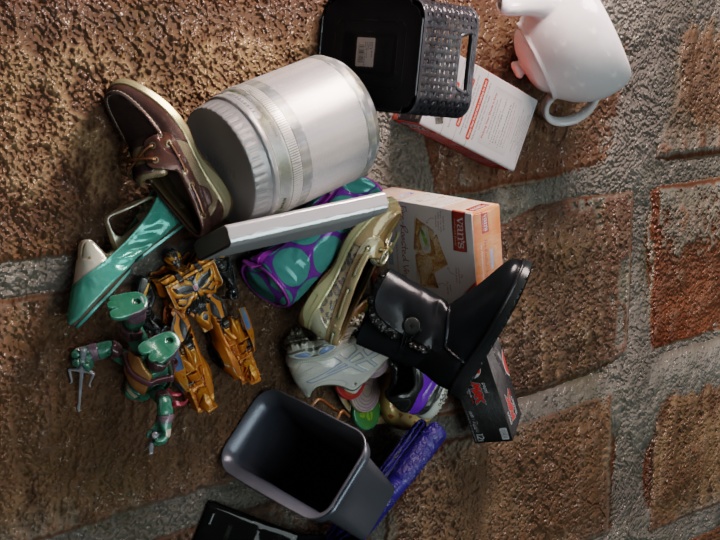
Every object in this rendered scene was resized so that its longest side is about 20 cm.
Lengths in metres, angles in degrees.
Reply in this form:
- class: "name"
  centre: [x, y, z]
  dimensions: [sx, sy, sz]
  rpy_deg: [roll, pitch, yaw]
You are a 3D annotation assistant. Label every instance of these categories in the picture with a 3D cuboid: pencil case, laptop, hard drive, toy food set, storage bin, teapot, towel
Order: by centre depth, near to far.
- class: "hard drive"
  centre: [-0.082, -0.051, 1.482]
  dimensions: [0.199, 0.132, 0.027]
  rpy_deg: [-13, 88, -24]
- class: "storage bin"
  centre: [0.042, -0.265, 1.568]
  dimensions: [0.093, 0.199, 0.136]
  rpy_deg: [-2, 101, -40]
- class: "pencil case"
  centre: [-0.061, -0.045, 1.610]
  dimensions: [0.200, 0.085, 0.093]
  rpy_deg: [-48, 140, -21]
- class: "storage bin"
  centre: [-0.053, 0.251, 1.624]
  dimensions: [0.146, 0.199, 0.134]
  rpy_deg: [-57, 139, -14]
- class: "laptop"
  centre: [-0.151, 0.421, 1.690]
  dimensions: [0.199, 0.116, 0.188]
  rpy_deg: [23, 84, -11]
- class: "towel"
  centre: [0.030, 0.295, 1.737]
  dimensions: [0.050, 0.148, 0.200]
  rpy_deg: [41, 64, 2]
- class: "toy food set"
  centre: [0.040, 0.124, 1.756]
  dimensions: [0.197, 0.049, 0.201]
  rpy_deg: [9, 94, -40]
- class: "teapot"
  centre: [0.285, -0.313, 1.799]
  dimensions: [0.145, 0.197, 0.201]
  rpy_deg: [-28, 90, 9]

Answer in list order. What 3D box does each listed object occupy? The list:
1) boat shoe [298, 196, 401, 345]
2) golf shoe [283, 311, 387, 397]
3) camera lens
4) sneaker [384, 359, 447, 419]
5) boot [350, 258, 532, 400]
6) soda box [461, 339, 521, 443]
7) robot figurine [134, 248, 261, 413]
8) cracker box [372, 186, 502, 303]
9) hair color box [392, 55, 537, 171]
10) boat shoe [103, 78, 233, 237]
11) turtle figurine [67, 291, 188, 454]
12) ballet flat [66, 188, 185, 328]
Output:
- class: "boat shoe"
  centre: [0.000, 0.000, 1.605]
  dimensions: [0.201, 0.063, 0.073]
  rpy_deg: [-57, 162, 6]
- class: "golf shoe"
  centre: [0.002, 0.110, 1.662]
  dimensions: [0.199, 0.078, 0.098]
  rpy_deg: [-11, 109, 3]
- class: "camera lens"
  centre: [-0.089, -0.158, 1.512]
  dimensions: [0.199, 0.160, 0.161]
  rpy_deg: [-27, 116, -32]
- class: "sneaker"
  centre: [0.086, 0.098, 1.711]
  dimensions: [0.099, 0.069, 0.201]
  rpy_deg: [19, 87, -38]
- class: "boot"
  centre: [0.098, 0.040, 1.561]
  dimensions: [0.201, 0.168, 0.076]
  rpy_deg: [-61, 174, 13]
- class: "soda box"
  centre: [0.177, 0.153, 1.851]
  dimensions: [0.071, 0.063, 0.201]
  rpy_deg: [-60, 138, -53]
- class: "robot figurine"
  centre: [-0.194, 0.065, 1.540]
  dimensions: [0.145, 0.058, 0.201]
  rpy_deg: [-32, 119, -28]
- class: "cracker box"
  centre: [0.096, -0.030, 1.666]
  dimensions: [0.057, 0.199, 0.135]
  rpy_deg: [-19, 112, -39]
- class: "hair color box"
  centre: [0.148, -0.224, 1.757]
  dimensions: [0.199, 0.064, 0.112]
  rpy_deg: [21, 87, -42]
- class: "boat shoe"
  centre: [-0.227, -0.124, 1.431]
  dimensions: [0.200, 0.072, 0.072]
  rpy_deg: [55, 43, -15]
- class: "turtle figurine"
  centre: [-0.260, 0.117, 1.464]
  dimensions: [0.101, 0.149, 0.200]
  rpy_deg: [-51, 169, -39]
- class: "ballet flat"
  centre: [-0.282, -0.024, 1.454]
  dimensions: [0.070, 0.067, 0.200]
  rpy_deg: [48, 67, -13]
